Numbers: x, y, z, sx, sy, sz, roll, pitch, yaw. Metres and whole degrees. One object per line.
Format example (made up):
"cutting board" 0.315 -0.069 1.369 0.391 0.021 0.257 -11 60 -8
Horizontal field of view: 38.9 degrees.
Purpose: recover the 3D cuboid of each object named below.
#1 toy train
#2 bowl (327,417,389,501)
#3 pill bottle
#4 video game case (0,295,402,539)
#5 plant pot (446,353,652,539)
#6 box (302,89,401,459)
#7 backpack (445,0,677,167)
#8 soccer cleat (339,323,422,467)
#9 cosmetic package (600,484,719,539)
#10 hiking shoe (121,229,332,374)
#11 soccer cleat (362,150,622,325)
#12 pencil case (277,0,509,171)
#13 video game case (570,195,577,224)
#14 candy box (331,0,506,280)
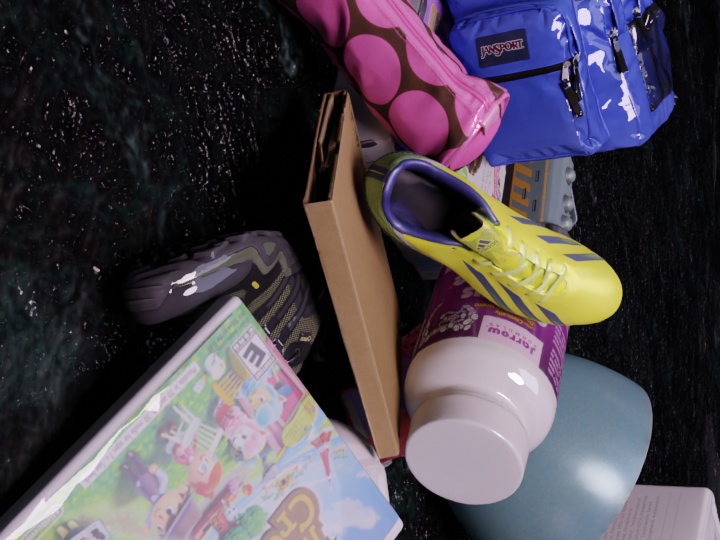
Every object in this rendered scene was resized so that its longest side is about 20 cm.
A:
"toy train" 0.153 -0.054 0.988 0.085 0.113 0.202 45 49 -50
"bowl" -0.039 0.196 0.657 0.199 0.074 0.203 -1 86 -61
"pill bottle" 0.094 0.069 0.757 0.201 0.111 0.113 -68 141 -49
"video game case" -0.082 0.147 0.536 0.200 0.022 0.183 -47 116 -29
"plant pot" 0.135 0.147 0.887 0.134 0.200 0.201 34 48 -10
"box" 0.000 0.000 0.703 0.164 0.021 0.202 -85 164 -57
"backpack" 0.155 -0.194 0.823 0.168 0.161 0.202 -39 118 -53
"soccer cleat" 0.044 0.078 0.833 0.077 0.066 0.200 60 35 -15
"cosmetic package" 0.263 0.335 1.044 0.167 0.198 0.169 -57 134 -46
"hiking shoe" -0.066 0.028 0.626 0.199 0.075 0.102 -9 90 -61
"soccer cleat" 0.090 -0.015 0.680 0.065 0.199 0.084 -62 -173 1
"pencil case" 0.021 -0.160 0.713 0.200 0.094 0.091 48 58 1
"video game case" 0.200 -0.123 1.174 0.182 0.023 0.202 -38 118 -56
"candy box" 0.056 -0.114 0.866 0.200 0.071 0.169 48 46 -46
